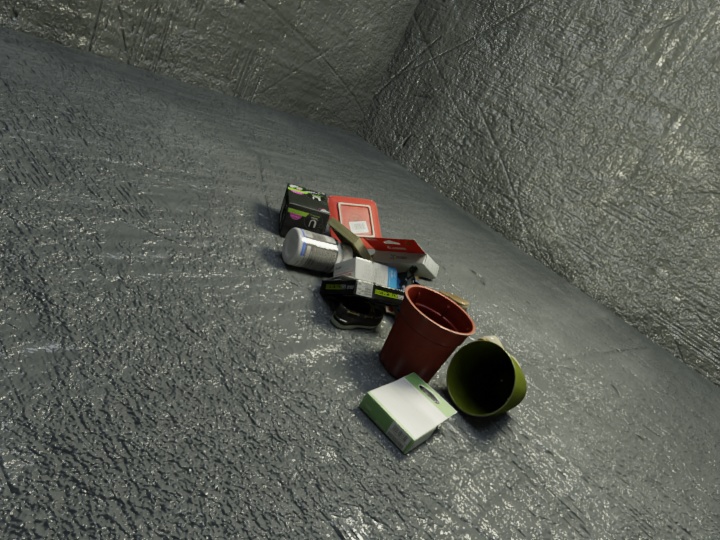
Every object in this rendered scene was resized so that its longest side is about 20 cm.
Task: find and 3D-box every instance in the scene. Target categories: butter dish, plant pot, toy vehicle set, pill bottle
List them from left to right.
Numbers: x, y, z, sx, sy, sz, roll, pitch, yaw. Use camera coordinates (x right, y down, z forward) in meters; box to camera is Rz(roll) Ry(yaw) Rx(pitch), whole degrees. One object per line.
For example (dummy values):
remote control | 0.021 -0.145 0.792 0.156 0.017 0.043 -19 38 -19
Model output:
pill bottle | -0.129 -0.055 1.591 0.199 0.114 0.114 14 26 -34
butter dish | -0.042 -0.151 1.883 0.199 0.148 0.201 2 67 -26
toy vehicle set | -0.028 -0.088 1.668 0.124 0.027 0.200 40 -6 25
plant pot | 0.155 0.174 1.319 0.200 0.196 0.201 25 21 -10
plant pot | 0.354 0.296 1.358 0.200 0.187 0.187 27 16 -48

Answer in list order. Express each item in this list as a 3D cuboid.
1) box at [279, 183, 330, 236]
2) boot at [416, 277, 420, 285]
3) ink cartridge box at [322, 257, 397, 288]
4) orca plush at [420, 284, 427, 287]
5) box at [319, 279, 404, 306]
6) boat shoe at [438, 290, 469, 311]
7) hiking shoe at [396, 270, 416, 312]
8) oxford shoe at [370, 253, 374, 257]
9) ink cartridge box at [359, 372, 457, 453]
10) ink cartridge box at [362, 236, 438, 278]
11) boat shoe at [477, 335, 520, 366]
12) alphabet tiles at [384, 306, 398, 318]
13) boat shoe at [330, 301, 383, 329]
box | -0.196 -0.196 1.787 0.148 0.125 0.200 13 26 -15
boot | 0.129 0.005 1.826 0.199 0.075 0.097 21 20 -23
ink cartridge box | -0.002 0.014 1.545 0.199 0.068 0.116 16 -20 -35
orca plush | 0.242 0.134 1.632 0.200 0.105 0.071 43 5 11
box | 0.016 0.065 1.466 0.199 0.048 0.193 15 -12 -32
boat shoe | 0.320 0.118 1.825 0.071 0.065 0.200 13 7 -15
hiking shoe | 0.128 0.097 1.584 0.074 0.086 0.201 58 28 -56
oxford shoe | 0.100 0.015 1.749 0.200 0.085 0.073 37 11 12
ink cartridge box | 0.110 0.311 1.161 0.145 0.048 0.200 41 24 27
ink cartridge box | 0.120 -0.040 1.608 0.199 0.044 0.173 6 -23 38
boat shoe | 0.423 0.278 1.601 0.069 0.074 0.200 4 29 -23
alphabet tiles | 0.157 0.117 1.639 0.199 0.006 0.167 18 41 -25
boat shoe | 0.004 0.119 1.439 0.072 0.061 0.201 42 25 31
